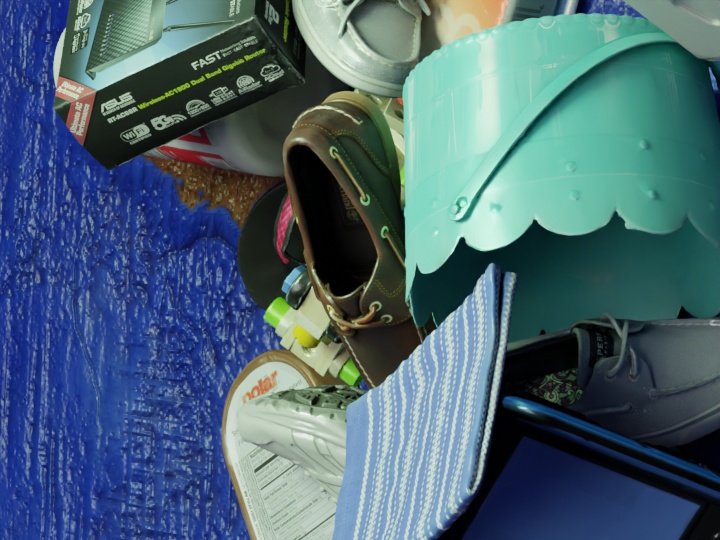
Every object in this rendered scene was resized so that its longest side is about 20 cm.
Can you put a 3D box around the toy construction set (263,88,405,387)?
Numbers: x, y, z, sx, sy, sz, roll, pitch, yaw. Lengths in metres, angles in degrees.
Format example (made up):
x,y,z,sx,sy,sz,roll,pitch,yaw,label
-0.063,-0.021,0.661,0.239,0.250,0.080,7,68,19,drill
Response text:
x,y,z,sx,sy,sz,roll,pitch,yaw,label
0.008,-0.016,1.809,0.092,0.131,0.200,24,114,19,toy construction set

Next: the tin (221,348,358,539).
x,y,z,sx,sy,sz,roll,pitch,yaw,label
-0.031,0.144,1.927,0.112,0.042,0.200,-37,63,35,tin

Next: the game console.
x,y,z,sx,sy,sz,roll,pitch,yaw,label
0.134,0.141,1.611,0.118,0.200,0.171,-90,25,-60,game console

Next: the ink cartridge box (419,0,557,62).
x,y,z,sx,sy,sz,roll,pitch,yaw,label
0.045,-0.206,1.828,0.200,0.050,0.162,29,109,41,ink cartridge box

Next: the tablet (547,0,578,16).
x,y,z,sx,sy,sz,roll,pitch,yaw,label
0.105,-0.237,1.808,0.130,0.014,0.200,29,109,44,tablet

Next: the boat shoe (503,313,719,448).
x,y,z,sx,sy,sz,roll,pitch,yaw,label
0.134,0.062,1.663,0.201,0.072,0.070,-16,53,11,boat shoe

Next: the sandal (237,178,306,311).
x,y,z,sx,sy,sz,roll,pitch,yaw,label
-0.016,-0.037,1.886,0.200,0.075,0.045,-43,14,35,sandal

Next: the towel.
x,y,z,sx,sy,sz,roll,pitch,yaw,label
0.028,0.097,1.615,0.200,0.024,0.145,131,154,-55,towel

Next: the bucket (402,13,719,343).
x,y,z,sx,sy,sz,roll,pitch,yaw,label
0.117,-0.048,1.658,0.207,0.207,0.135,-25,63,44,bucket

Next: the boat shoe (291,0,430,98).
x,y,z,sx,sy,sz,roll,pitch,yaw,label
0.001,-0.191,1.806,0.065,0.074,0.202,122,151,-43,boat shoe

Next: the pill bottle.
x,y,z,sx,sy,sz,roll,pitch,yaw,label
-0.111,-0.127,1.965,0.200,0.112,0.112,11,97,46,pill bottle

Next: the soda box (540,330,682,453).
x,y,z,sx,sy,sz,roll,pitch,yaw,label
0.104,0.081,1.763,0.200,0.064,0.068,46,119,37,soda box

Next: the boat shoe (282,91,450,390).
x,y,z,sx,sy,sz,roll,pitch,yaw,label
0.000,0.000,1.699,0.070,0.070,0.200,-10,110,28,boat shoe

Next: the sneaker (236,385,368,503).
x,y,z,sx,sy,sz,roll,pitch,yaw,label
0.005,0.131,1.837,0.200,0.078,0.099,14,106,31,sneaker

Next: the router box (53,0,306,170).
x,y,z,sx,sy,sz,roll,pitch,yaw,label
-0.108,-0.173,1.861,0.150,0.062,0.200,-23,40,22,router box

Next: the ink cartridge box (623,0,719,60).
x,y,z,sx,sy,sz,roll,pitch,yaw,label
0.220,-0.226,1.540,0.146,0.147,0.200,7,72,47,ink cartridge box
